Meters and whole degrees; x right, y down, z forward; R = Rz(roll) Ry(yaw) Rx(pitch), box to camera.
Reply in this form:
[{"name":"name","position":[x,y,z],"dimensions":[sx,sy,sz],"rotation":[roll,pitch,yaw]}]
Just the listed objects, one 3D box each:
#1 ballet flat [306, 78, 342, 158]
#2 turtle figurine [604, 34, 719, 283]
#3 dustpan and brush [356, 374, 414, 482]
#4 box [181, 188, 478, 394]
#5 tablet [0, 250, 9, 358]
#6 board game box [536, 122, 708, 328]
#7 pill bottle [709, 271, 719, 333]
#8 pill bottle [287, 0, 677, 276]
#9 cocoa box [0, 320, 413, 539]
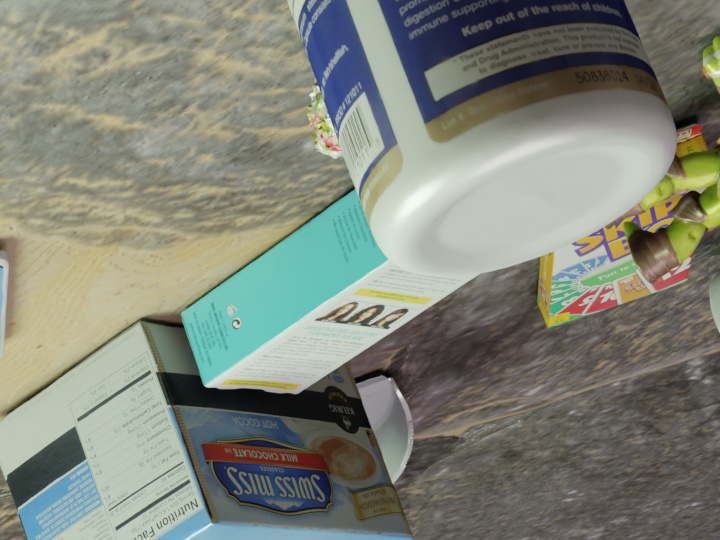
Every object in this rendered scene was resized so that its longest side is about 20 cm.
[{"name":"ballet flat","position":[0.030,-0.127,1.054],"dimensions":[0.064,0.076,0.200],"rotation":[32,126,-25]},{"name":"turtle figurine","position":[0.214,-0.054,1.329],"dimensions":[0.161,0.065,0.200],"rotation":[-30,144,16]},{"name":"dustpan and brush","position":[-0.020,0.146,1.639],"dimensions":[0.139,0.057,0.200],"rotation":[-21,158,1]},{"name":"box","position":[0.000,0.000,1.326],"dimensions":[0.200,0.049,0.082],"rotation":[-34,155,31]},{"name":"tablet","position":[-0.276,0.041,1.227],"dimensions":[0.199,0.014,0.130],"rotation":[-15,157,-16]},{"name":"board game box","position":[0.154,-0.025,1.441],"dimensions":[0.095,0.030,0.200],"rotation":[-18,156,-5]},{"name":"pill bottle","position":[0.324,-0.006,1.515],"dimensions":[0.200,0.115,0.114],"rotation":[-35,154,31]},{"name":"pill bottle","position":[0.030,-0.109,0.891],"dimensions":[0.115,0.201,0.116],"rotation":[-17,160,-7]},{"name":"cocoa box","position":[-0.090,0.126,1.428],"dimensions":[0.133,0.132,0.200],"rotation":[-35,154,26]}]
